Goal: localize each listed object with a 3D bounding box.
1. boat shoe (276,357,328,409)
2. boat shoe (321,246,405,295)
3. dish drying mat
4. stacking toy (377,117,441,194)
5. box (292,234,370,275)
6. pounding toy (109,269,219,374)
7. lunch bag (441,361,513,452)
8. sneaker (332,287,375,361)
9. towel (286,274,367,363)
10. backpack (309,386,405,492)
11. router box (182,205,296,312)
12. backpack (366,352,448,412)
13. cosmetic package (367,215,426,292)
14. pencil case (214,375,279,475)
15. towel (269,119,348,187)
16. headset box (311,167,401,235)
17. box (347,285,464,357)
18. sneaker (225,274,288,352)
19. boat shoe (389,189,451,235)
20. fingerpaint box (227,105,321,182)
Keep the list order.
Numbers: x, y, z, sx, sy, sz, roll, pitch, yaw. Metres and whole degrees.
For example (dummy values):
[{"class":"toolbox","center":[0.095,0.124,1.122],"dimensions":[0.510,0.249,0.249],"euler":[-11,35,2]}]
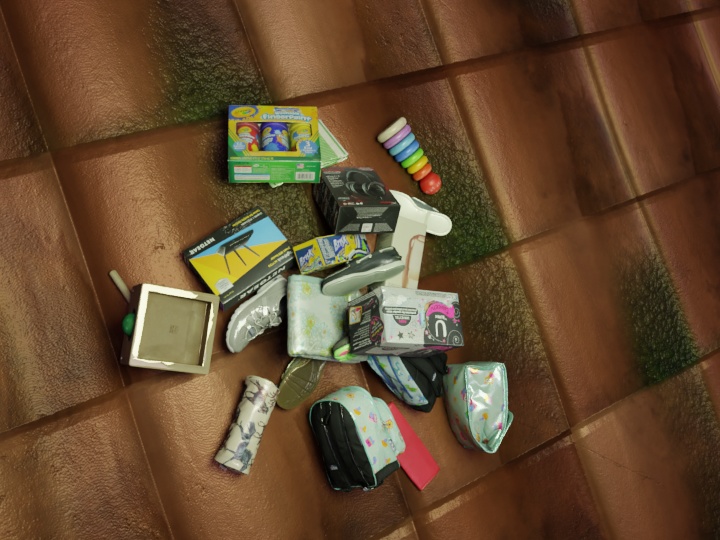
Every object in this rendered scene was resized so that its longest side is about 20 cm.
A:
[{"class":"boat shoe","center":[-0.122,0.213,1.432],"dimensions":[0.073,0.063,0.202],"euler":[36,76,-20]},{"class":"boat shoe","center":[0.000,0.000,1.414],"dimensions":[0.198,0.076,0.061],"euler":[-15,64,-25]},{"class":"dish drying mat","center":[0.104,0.408,1.506],"dimensions":[0.077,0.018,0.201],"euler":[-38,95,-23]},{"class":"stacking toy","center":[0.129,-0.273,1.599],"dimensions":[0.085,0.085,0.201],"euler":[-42,102,-22]},{"class":"box","center":[-0.059,-0.043,1.434],"dimensions":[0.199,0.069,0.065],"euler":[-14,86,-59]},{"class":"pounding toy","center":[-0.406,0.102,1.302],"dimensions":[0.198,0.142,0.187],"euler":[12,79,-29]},{"class":"lunch bag","center":[0.267,0.316,1.503],"dimensions":[0.120,0.170,0.203],"euler":[-4,83,-15]},{"class":"sneaker","center":[-0.005,0.114,1.387],"dimensions":[0.083,0.077,0.200],"euler":[32,53,13]},{"class":"towel","center":[-0.071,0.107,1.399],"dimensions":[0.198,0.048,0.174],"euler":[13,62,-36]},{"class":"backpack","center":[-0.012,0.347,1.387],"dimensions":[0.153,0.175,0.202],"euler":[-30,94,-40]},{"class":"router box","center":[-0.255,-0.028,1.390],"dimensions":[0.199,0.051,0.149],"euler":[-36,76,-24]},{"class":"backpack","center":[0.102,0.197,1.462],"dimensions":[0.201,0.152,0.165],"euler":[61,42,-46]},{"class":"cosmetic package","center":[0.084,-0.014,1.522],"dimensions":[0.086,0.103,0.203],"euler":[15,78,-20]},{"class":"pencil case","center":[-0.236,0.321,1.347],"dimensions":[0.077,0.089,0.202],"euler":[26,74,-21]},{"class":"towel","center":[-0.147,-0.275,1.483],"dimensions":[0.198,0.024,0.153],"euler":[-25,61,-22]},{"class":"headset box","center":[-0.016,-0.166,1.473],"dimensions":[0.147,0.078,0.201],"euler":[-2,38,-22]},{"class":"box","center":[0.092,0.109,1.314],"dimensions":[0.198,0.132,0.116],"euler":[6,70,-34]},{"class":"sneaker","center":[-0.208,0.096,1.384],"dimensions":[0.081,0.075,0.201],"euler":[26,67,26]},{"class":"boat shoe","center":[0.128,-0.141,1.588],"dimensions":[0.198,0.062,0.074],"euler":[23,102,-1]},{"class":"fingerpaint box","center":[-0.189,-0.278,1.417],"dimensions":[0.197,0.074,0.169],"euler":[0,56,-9]}]
